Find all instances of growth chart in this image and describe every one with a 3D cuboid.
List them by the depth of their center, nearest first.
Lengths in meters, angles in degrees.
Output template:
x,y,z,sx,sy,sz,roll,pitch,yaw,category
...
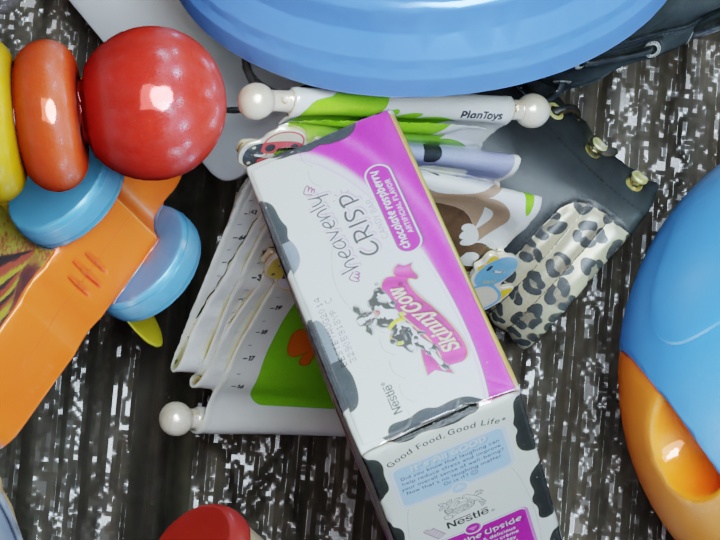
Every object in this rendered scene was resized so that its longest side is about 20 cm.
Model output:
x,y,z,sx,sy,sz,roll,pitch,yaw,category
0.000,0.000,1.118,0.144,0.201,0.018,-4,48,-23,growth chart

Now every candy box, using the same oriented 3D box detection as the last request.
x,y,z,sx,sy,sz,roll,pitch,yaw,category
0.026,0.058,1.074,0.061,0.200,0.137,-22,53,-1,candy box

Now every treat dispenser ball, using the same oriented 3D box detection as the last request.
x,y,z,sx,sy,sz,roll,pitch,yaw,category
0.197,0.040,1.127,0.199,0.201,0.203,1,85,-6,treat dispenser ball

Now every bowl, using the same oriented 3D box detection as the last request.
x,y,z,sx,sy,sz,roll,pitch,yaw,category
0.023,-0.142,1.082,0.199,0.040,0.201,-2,42,2,bowl

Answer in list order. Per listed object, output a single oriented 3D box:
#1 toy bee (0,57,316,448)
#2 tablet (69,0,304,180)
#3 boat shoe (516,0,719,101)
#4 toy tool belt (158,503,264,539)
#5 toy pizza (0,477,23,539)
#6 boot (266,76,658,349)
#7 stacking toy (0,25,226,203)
x,y,z,sx,sy,sz,roll,pitch,yaw,category
-0.102,-0.026,1.127,0.199,0.109,0.132,-31,124,-17,toy bee
-0.066,-0.147,1.171,0.130,0.014,0.200,-42,71,5,tablet
0.078,-0.098,1.127,0.199,0.066,0.075,-24,51,-28,boat shoe
-0.080,0.197,1.142,0.200,0.125,0.123,-50,127,-4,toy tool belt
-0.207,0.075,1.103,0.200,0.200,0.032,34,50,-1,toy pizza
0.065,-0.086,1.192,0.153,0.073,0.204,38,87,-3,boot
-0.146,-0.051,1.030,0.198,0.085,0.086,-7,85,2,stacking toy
